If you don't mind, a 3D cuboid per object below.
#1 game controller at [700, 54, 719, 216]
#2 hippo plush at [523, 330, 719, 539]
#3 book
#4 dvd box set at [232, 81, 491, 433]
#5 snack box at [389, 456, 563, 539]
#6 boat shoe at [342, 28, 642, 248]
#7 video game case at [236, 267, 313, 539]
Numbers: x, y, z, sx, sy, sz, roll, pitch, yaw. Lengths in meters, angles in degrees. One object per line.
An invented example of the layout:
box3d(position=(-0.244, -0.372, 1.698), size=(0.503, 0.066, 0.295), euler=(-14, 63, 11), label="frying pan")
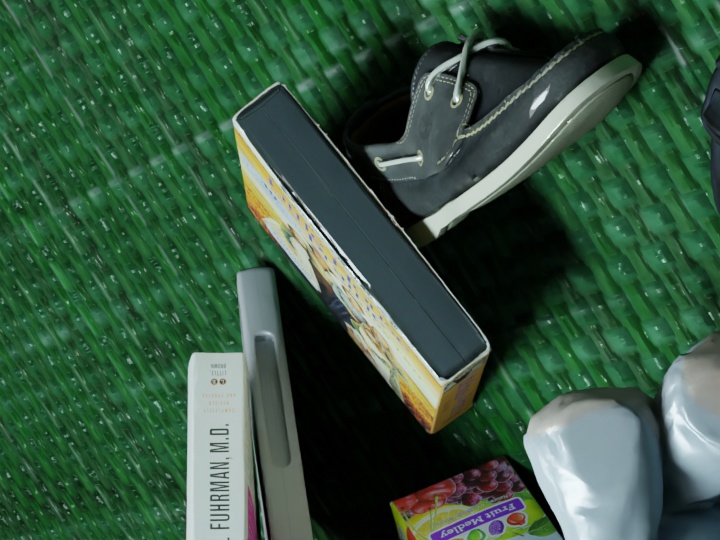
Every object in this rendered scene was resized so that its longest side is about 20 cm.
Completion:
box3d(position=(0.200, -0.004, 1.054), size=(0.200, 0.042, 0.104), euler=(39, 164, 30), label="game controller")
box3d(position=(0.145, 0.127, 1.199), size=(0.161, 0.159, 0.200), euler=(55, -145, -84), label="hippo plush")
box3d(position=(-0.062, 0.157, 1.379), size=(0.134, 0.048, 0.200), euler=(91, 178, -59), label="book")
box3d(position=(0.000, 0.000, 1.316), size=(0.146, 0.029, 0.200), euler=(51, 174, 6), label="dvd box set")
box3d(position=(0.093, 0.212, 1.376), size=(0.200, 0.068, 0.169), euler=(-123, 14, -53), label="snack box")
box3d(position=(0.047, -0.062, 1.193), size=(0.068, 0.072, 0.200), euler=(56, 157, -3), label="boat shoe")
box3d(position=(-0.037, 0.130, 1.503), size=(0.200, 0.024, 0.182), euler=(86, 176, -46), label="video game case")
